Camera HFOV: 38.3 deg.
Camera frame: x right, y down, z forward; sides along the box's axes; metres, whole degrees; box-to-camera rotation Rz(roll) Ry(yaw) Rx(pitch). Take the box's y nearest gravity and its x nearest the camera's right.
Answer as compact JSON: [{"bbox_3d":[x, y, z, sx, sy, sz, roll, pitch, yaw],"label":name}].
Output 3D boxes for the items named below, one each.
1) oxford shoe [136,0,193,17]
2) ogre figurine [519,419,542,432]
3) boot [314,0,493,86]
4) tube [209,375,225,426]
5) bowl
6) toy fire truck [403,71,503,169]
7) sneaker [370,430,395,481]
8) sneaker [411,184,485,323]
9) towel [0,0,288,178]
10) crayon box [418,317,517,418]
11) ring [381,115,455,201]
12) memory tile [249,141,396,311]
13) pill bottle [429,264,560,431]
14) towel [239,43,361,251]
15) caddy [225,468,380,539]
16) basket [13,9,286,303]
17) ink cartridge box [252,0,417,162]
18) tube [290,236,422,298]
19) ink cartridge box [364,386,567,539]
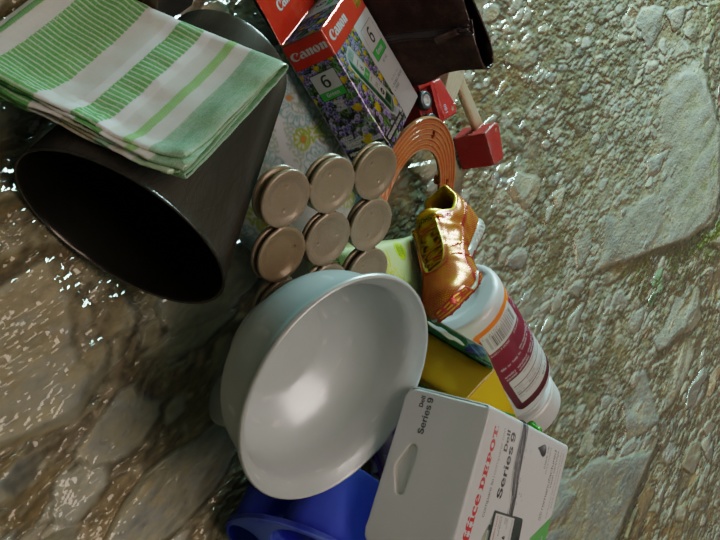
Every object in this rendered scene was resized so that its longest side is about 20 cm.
[{"bbox_3d":[-0.147,-0.278,0.898,0.200,0.071,0.072,-48,165,-55],"label":"oxford shoe"},{"bbox_3d":[0.137,0.271,1.174,0.200,0.098,0.120,-55,138,-28],"label":"ogre figurine"},{"bbox_3d":[0.035,-0.277,1.032,0.072,0.166,0.201,-51,125,-39],"label":"boot"},{"bbox_3d":[-0.051,0.143,0.975,0.200,0.058,0.052,28,49,-43],"label":"tube"},{"bbox_3d":[-0.044,0.078,0.853,0.201,0.090,0.202,-26,130,-35],"label":"bowl"},{"bbox_3d":[0.091,-0.201,1.188,0.141,0.049,0.201,-34,113,-46],"label":"toy fire truck"},{"bbox_3d":[0.045,0.177,1.083,0.080,0.088,0.201,-32,110,-44],"label":"sneaker"},{"bbox_3d":[0.079,-0.016,1.052,0.077,0.073,0.200,43,25,-18],"label":"sneaker"},{"bbox_3d":[-0.176,-0.151,0.768,0.153,0.199,0.023,-56,165,-39],"label":"towel"},{"bbox_3d":[0.099,0.132,1.089,0.052,0.126,0.200,-44,134,-16],"label":"crayon box"},{"bbox_3d":[0.048,-0.067,1.106,0.200,0.019,0.201,-40,140,-45],"label":"ring"},{"bbox_3d":[-0.033,-0.008,0.895,0.153,0.017,0.201,-22,129,-38],"label":"memory tile"},{"bbox_3d":[0.148,0.099,1.190,0.200,0.114,0.114,55,50,-33],"label":"pill bottle"},{"bbox_3d":[-0.063,-0.099,1.001,0.171,0.048,0.201,48,53,-34],"label":"towel"},{"bbox_3d":[-0.032,0.253,0.945,0.200,0.141,0.105,48,50,-36],"label":"caddy"},{"bbox_3d":[-0.148,-0.105,0.833,0.180,0.136,0.201,35,53,-16],"label":"basket"},{"bbox_3d":[-0.023,-0.215,0.987,0.200,0.050,0.109,57,33,-25],"label":"ink cartridge box"},{"bbox_3d":[0.000,0.000,0.996,0.199,0.052,0.058,2,113,-50],"label":"tube"},{"bbox_3d":[0.101,0.201,0.931,0.200,0.084,0.147,31,72,-55],"label":"ink cartridge box"}]
